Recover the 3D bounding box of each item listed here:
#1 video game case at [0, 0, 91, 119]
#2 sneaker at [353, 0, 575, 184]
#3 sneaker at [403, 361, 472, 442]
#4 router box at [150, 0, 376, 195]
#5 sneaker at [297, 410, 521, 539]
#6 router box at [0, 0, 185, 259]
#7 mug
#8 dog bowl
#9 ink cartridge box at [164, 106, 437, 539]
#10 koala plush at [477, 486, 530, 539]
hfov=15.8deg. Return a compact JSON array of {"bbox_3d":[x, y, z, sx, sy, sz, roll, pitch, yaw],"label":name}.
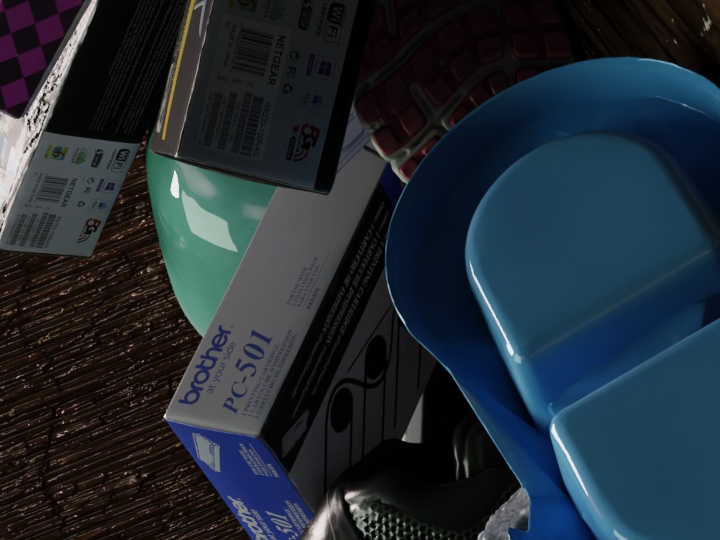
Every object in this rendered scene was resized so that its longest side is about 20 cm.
[{"bbox_3d":[-0.090,-0.184,0.959,0.200,0.036,0.182,-55,21,35],"label":"video game case"},{"bbox_3d":[0.047,-0.034,0.933,0.075,0.080,0.201,-168,57,-86],"label":"sneaker"},{"bbox_3d":[0.026,0.065,1.087,0.083,0.071,0.201,18,95,57],"label":"sneaker"},{"bbox_3d":[-0.020,-0.128,0.858,0.157,0.052,0.201,-153,76,-82],"label":"router box"},{"bbox_3d":[0.076,0.113,0.920,0.076,0.199,0.115,-73,3,-74],"label":"sneaker"},{"bbox_3d":[-0.125,-0.129,1.137,0.200,0.051,0.149,-62,37,34],"label":"router box"},{"bbox_3d":[-0.023,-0.057,1.148,0.115,0.151,0.185,82,167,-54],"label":"mug"},{"bbox_3d":[0.082,0.027,0.709,0.050,0.111,0.200,54,-173,-48],"label":"dog bowl"},{"bbox_3d":[0.000,0.000,0.979,0.201,0.044,0.094,-65,-32,-27],"label":"ink cartridge box"},{"bbox_3d":[0.056,0.120,0.784,0.177,0.199,0.184,-122,12,-64],"label":"koala plush"}]
